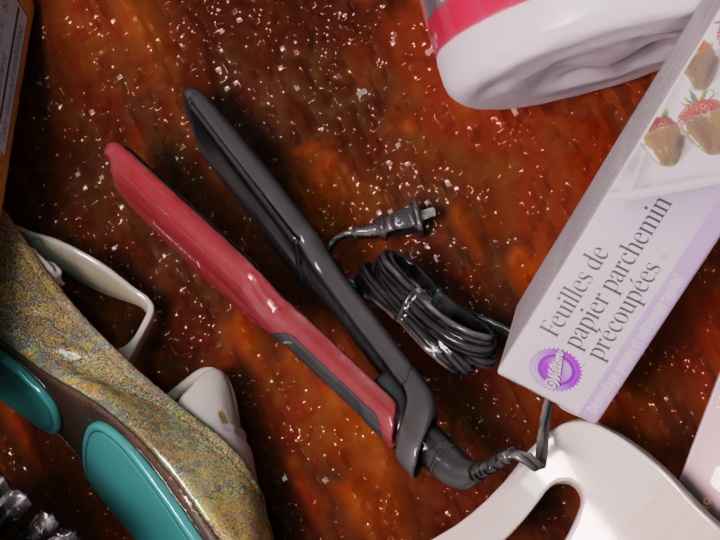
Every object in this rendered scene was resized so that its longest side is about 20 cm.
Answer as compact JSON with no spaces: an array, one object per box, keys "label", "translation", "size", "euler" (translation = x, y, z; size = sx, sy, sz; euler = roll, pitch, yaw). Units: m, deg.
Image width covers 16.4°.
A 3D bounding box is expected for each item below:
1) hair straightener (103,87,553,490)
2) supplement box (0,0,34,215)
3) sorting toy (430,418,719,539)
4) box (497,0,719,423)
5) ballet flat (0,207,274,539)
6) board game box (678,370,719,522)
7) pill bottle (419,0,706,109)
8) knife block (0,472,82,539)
[{"label":"hair straightener","translation":[0.000,0.000,0.854],"size":[0.077,0.041,0.200],"euler":[-39,59,-17]},{"label":"supplement box","translation":[-0.163,-0.036,0.859],"size":[0.066,0.069,0.201],"euler":[-12,47,16]},{"label":"sorting toy","translation":[0.071,0.146,0.798],"size":[0.199,0.107,0.180],"euler":[-29,71,-12]},{"label":"box","translation":[0.103,-0.038,0.774],"size":[0.039,0.042,0.200],"euler":[26,126,-3]},{"label":"ballet flat","translation":[-0.085,0.045,0.887],"size":[0.200,0.071,0.071],"euler":[41,99,13]},{"label":"board game box","translation":[0.180,0.018,0.825],"size":[0.103,0.019,0.201],"euler":[21,94,18]},{"label":"pill bottle","translation":[0.055,-0.163,0.824],"size":[0.110,0.111,0.201],"euler":[-17,82,16]},{"label":"knife block","translation":[-0.173,0.143,0.842],"size":[0.064,0.176,0.200],"euler":[38,99,-5]}]
